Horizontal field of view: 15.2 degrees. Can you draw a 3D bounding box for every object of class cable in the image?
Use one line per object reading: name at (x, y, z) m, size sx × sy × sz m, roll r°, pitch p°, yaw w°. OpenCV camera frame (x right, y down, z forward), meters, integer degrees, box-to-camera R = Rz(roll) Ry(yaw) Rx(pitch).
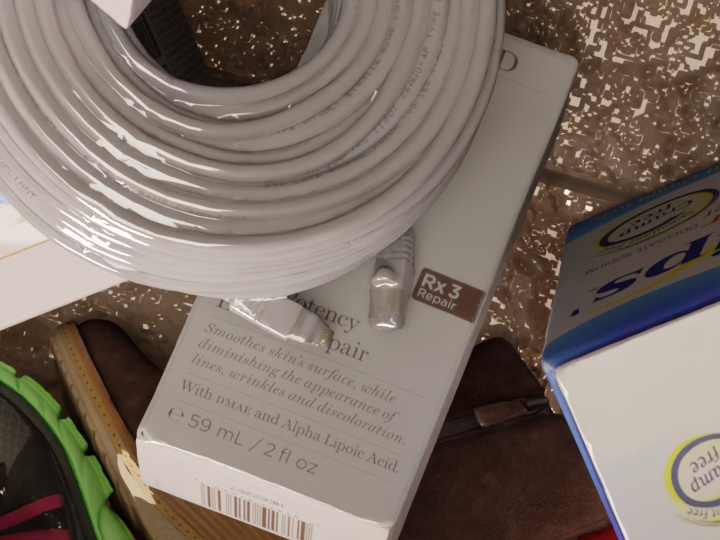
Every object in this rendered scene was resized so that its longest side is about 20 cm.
cable at (-0.049, -0.090, 0.938) m, size 0.200 × 0.069 × 0.200 m, roll 19°, pitch 75°, yaw -6°

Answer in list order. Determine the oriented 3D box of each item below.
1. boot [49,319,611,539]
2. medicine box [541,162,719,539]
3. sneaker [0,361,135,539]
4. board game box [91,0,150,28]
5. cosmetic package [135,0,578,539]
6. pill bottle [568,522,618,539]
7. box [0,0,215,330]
boot at (-0.017, 0.067, 1.072) m, size 0.166 × 0.200 × 0.072 m, roll -26°, pitch 144°, yaw -17°
medicine box at (0.171, 0.016, 0.970) m, size 0.182 × 0.200 × 0.103 m, roll -23°, pitch 100°, yaw 12°
sneaker at (-0.136, 0.110, 1.045) m, size 0.200 × 0.084 × 0.077 m, roll 53°, pitch 150°, yaw 30°
board game box at (-0.093, -0.218, 0.907) m, size 0.200 × 0.041 × 0.200 m, roll 37°, pitch 73°, yaw 2°
cosmetic package at (0.000, 0.000, 1.003) m, size 0.102 × 0.074 × 0.200 m, roll 20°, pitch 71°, yaw 4°
pill bottle at (0.123, 0.148, 1.055) m, size 0.200 × 0.112 × 0.112 m, roll -21°, pitch 100°, yaw 12°
box at (-0.156, -0.030, 1.046) m, size 0.200 × 0.112 × 0.101 m, roll -21°, pitch 98°, yaw 10°
